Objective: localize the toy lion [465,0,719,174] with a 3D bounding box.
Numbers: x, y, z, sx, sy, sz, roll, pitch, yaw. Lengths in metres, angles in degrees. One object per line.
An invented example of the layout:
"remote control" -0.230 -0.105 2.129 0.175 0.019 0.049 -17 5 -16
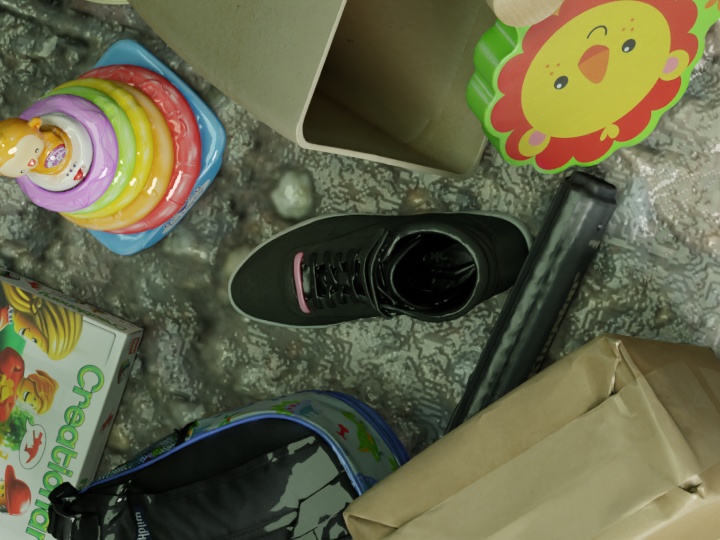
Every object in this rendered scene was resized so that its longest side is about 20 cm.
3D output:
"toy lion" 0.145 -0.150 1.045 0.199 0.192 0.069 -33 48 0

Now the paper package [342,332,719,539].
"paper package" 0.121 0.126 1.032 0.190 0.200 0.104 -35 72 20

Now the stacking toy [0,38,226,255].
"stacking toy" -0.171 -0.073 1.116 0.110 0.200 0.116 44 102 9

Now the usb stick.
"usb stick" 0.101 0.036 1.121 0.033 0.055 0.201 29 101 29

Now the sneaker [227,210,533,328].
"sneaker" 0.000 0.000 1.125 0.199 0.099 0.071 -7 93 17

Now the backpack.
"backpack" -0.053 0.169 1.122 0.199 0.147 0.184 -28 84 25

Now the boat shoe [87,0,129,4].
"boat shoe" -0.196 -0.212 1.185 0.199 0.065 0.074 6 93 14

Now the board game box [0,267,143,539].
"board game box" -0.234 0.110 1.230 0.126 0.035 0.201 21 99 13

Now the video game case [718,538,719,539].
"video game case" 0.261 0.181 1.101 0.181 0.022 0.201 30 101 12

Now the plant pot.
"plant pot" -0.017 -0.186 1.076 0.176 0.199 0.201 26 100 30
